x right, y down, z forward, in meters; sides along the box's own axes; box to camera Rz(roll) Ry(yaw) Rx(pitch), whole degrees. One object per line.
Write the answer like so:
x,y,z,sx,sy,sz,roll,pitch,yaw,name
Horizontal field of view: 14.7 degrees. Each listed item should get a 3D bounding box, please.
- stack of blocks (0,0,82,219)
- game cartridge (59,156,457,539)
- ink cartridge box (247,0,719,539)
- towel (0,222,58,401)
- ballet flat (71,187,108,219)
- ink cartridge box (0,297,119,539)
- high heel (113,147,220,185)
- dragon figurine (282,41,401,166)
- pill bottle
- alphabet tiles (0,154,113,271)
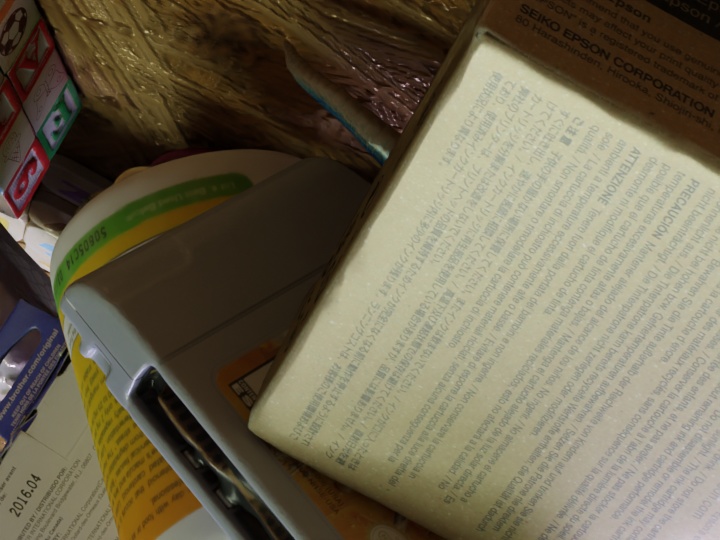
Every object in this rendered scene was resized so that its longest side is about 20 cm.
-0.221,-0.104,1.126,0.200,0.059,0.115,24,164,15,stack of blocks
0.010,0.056,0.912,0.200,0.133,0.042,49,142,11,game cartridge
0.078,0.008,0.820,0.165,0.075,0.200,28,137,-4,ink cartridge box
-0.148,0.028,1.238,0.200,0.032,0.191,54,-178,-19,towel
-0.092,0.013,1.247,0.071,0.071,0.200,24,166,12,ballet flat
-0.066,0.083,1.103,0.200,0.137,0.076,32,176,1,ink cartridge box
0.000,0.000,1.109,0.200,0.068,0.096,14,-175,11,high heel
0.056,-0.005,0.919,0.200,0.059,0.100,17,138,10,dragon figurine
-0.035,0.068,0.978,0.111,0.200,0.111,-14,152,-8,pill bottle
-0.106,0.000,1.346,0.200,0.015,0.196,28,164,-3,alphabet tiles
